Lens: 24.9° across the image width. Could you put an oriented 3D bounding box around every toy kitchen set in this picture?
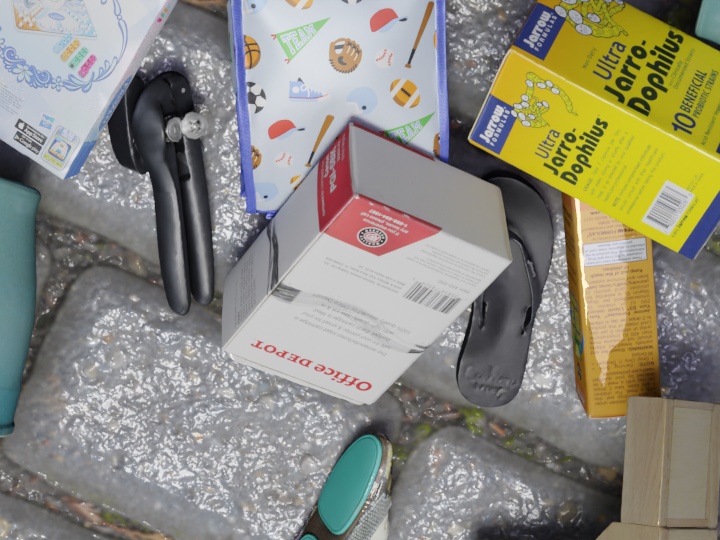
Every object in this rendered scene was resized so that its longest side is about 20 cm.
[{"bbox_3d":[0.218,0.198,1.363,0.162,0.199,0.183,8,84,-44],"label":"toy kitchen set"}]

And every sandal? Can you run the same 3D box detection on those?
[{"bbox_3d":[0.121,0.019,1.347,0.075,0.043,0.203,1,105,-2],"label":"sandal"}]

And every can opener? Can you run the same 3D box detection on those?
[{"bbox_3d":[-0.148,-0.063,1.318,0.063,0.078,0.202,-26,112,-35],"label":"can opener"}]

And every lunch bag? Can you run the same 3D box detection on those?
[{"bbox_3d":[-0.017,-0.143,1.257,0.168,0.124,0.202,-5,112,-2],"label":"lunch bag"}]

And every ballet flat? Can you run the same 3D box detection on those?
[{"bbox_3d":[-0.016,0.228,1.397,0.072,0.072,0.201,30,102,-9],"label":"ballet flat"}]

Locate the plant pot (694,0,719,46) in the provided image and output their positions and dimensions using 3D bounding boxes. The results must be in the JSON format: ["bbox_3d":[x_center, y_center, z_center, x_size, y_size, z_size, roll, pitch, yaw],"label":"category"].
[{"bbox_3d":[0.356,-0.221,1.221,0.186,0.200,0.202,16,105,9],"label":"plant pot"}]

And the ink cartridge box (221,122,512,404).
[{"bbox_3d":[0.000,0.000,1.262,0.146,0.083,0.200,22,132,-26],"label":"ink cartridge box"}]

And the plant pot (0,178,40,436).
[{"bbox_3d":[-0.338,0.006,1.257,0.198,0.200,0.190,17,89,-6],"label":"plant pot"}]

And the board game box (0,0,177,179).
[{"bbox_3d":[-0.257,-0.209,1.259,0.199,0.043,0.200,34,103,1],"label":"board game box"}]

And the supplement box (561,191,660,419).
[{"bbox_3d":[0.206,0.017,1.338,0.068,0.067,0.202,-8,105,1],"label":"supplement box"}]

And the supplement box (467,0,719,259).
[{"bbox_3d":[0.201,-0.119,1.238,0.198,0.109,0.110,28,142,4],"label":"supplement box"}]
